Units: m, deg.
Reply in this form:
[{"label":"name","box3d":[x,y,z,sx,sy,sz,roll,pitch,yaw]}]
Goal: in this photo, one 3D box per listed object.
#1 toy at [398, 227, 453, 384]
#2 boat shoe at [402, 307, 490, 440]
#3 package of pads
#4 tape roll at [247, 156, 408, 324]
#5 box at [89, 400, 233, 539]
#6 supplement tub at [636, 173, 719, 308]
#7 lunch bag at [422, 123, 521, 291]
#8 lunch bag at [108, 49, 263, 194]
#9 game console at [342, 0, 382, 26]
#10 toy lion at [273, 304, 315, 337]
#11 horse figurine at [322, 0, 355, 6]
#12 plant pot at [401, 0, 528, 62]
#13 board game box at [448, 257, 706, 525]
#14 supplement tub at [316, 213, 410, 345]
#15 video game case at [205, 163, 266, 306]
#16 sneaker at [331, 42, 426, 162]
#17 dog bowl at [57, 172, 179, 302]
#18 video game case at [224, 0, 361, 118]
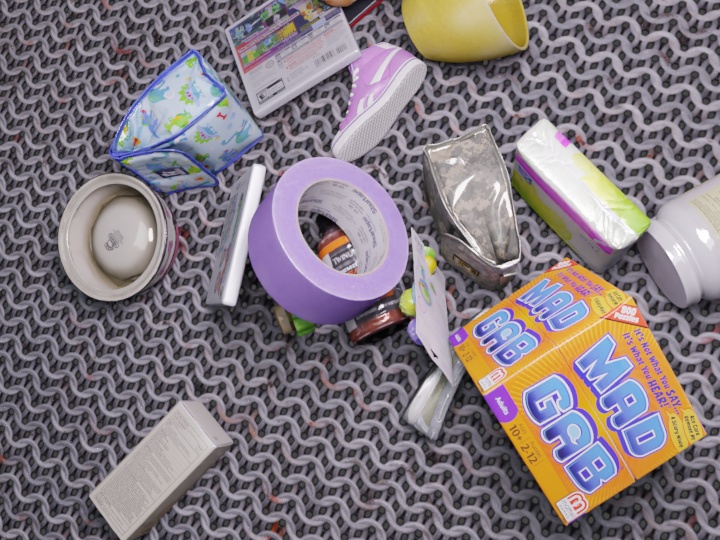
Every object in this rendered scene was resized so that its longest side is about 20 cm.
[{"label":"toy","box3d":[0.084,0.049,0.991,0.047,0.116,0.202,-19,40,23]},{"label":"boat shoe","box3d":[0.137,0.146,1.031,0.064,0.074,0.203,34,90,6]},{"label":"package of pads","box3d":[0.296,-0.097,0.996,0.068,0.155,0.201,-40,75,-1]},{"label":"tape roll","box3d":[-0.041,-0.039,0.932,0.197,0.085,0.203,15,58,-25]},{"label":"box","box3d":[-0.299,0.300,1.085,0.200,0.078,0.095,-44,75,1]},{"label":"supplement tub","box3d":[0.488,-0.051,0.954,0.198,0.145,0.147,-29,76,5]},{"label":"lunch bag","box3d":[0.162,-0.071,1.012,0.116,0.164,0.203,-19,77,1]},{"label":"lunch bag","box3d":[-0.274,-0.211,1.120,0.199,0.170,0.128,-37,72,2]},{"label":"game console","box3d":[-0.040,-0.504,1.195,0.176,0.031,0.201,-37,75,3]},{"label":"toy lion","box3d":[-0.112,0.001,1.036,0.068,0.192,0.203,-20,76,-8]},{"label":"horse figurine","box3d":[-0.016,-0.467,1.128,0.197,0.050,0.134,-22,79,-18]},{"label":"plant pot","box3d":[0.146,-0.395,1.074,0.140,0.199,0.204,-19,76,32]},{"label":"board game box","box3d":[0.259,0.141,0.903,0.198,0.200,0.202,-33,104,4]},{"label":"supplement tub","box3d":[0.000,0.000,1.062,0.106,0.107,0.203,-25,77,6]},{"label":"video game case","box3d":[-0.190,-0.046,1.078,0.023,0.182,0.204,14,83,-18]},{"label":"sneaker","box3d":[0.003,-0.270,1.134,0.114,0.073,0.201,39,86,25]},{"label":"dog bowl","box3d":[-0.381,-0.051,1.154,0.196,0.074,0.204,-1,87,15]},{"label":"video game case","box3d":[-0.113,-0.371,1.167,0.198,0.023,0.185,-27,68,14]}]
